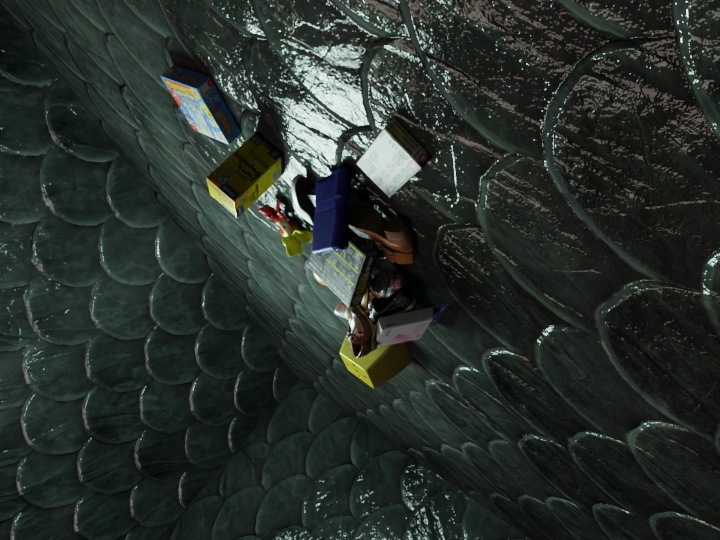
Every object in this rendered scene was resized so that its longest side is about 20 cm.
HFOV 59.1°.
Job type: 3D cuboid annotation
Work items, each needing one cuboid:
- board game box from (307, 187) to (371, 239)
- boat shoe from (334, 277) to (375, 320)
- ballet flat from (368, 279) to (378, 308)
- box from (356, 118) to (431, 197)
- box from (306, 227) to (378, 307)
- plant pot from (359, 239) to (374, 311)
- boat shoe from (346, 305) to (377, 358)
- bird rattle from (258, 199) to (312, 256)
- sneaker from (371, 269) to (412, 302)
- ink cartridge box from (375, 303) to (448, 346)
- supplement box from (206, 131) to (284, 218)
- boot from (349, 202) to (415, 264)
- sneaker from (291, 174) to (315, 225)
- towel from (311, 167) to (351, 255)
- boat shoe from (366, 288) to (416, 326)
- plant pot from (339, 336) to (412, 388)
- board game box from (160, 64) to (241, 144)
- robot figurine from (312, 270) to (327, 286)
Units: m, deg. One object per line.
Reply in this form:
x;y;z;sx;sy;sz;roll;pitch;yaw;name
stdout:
-0.048;-0.157;1.712;0.199;0.034;0.136;16;146;53;board game box
-0.016;0.075;1.895;0.069;0.200;0.072;11;121;22;boat shoe
0.066;0.098;1.892;0.199;0.068;0.072;34;127;-30;ballet flat
0.065;-0.230;1.333;0.110;0.035;0.200;45;161;-4;box
-0.051;-0.028;1.633;0.200;0.044;0.162;42;127;36;box
0.015;0.010;1.708;0.027;0.202;0.201;5;155;2;plant pot
-0.002;0.172;1.735;0.072;0.067;0.201;39;155;34;boat shoe
-0.242;-0.135;2.058;0.200;0.113;0.163;44;177;9;bird rattle
0.089;0.076;1.818;0.107;0.068;0.203;19;141;17;sneaker
0.138;0.158;1.768;0.197;0.198;0.044;101;158;-68;ink cartridge box
-0.317;-0.266;1.771;0.109;0.200;0.110;39;161;9;supplement box
0.048;-0.090;1.600;0.198;0.077;0.156;14;155;25;boot
-0.172;-0.204;1.801;0.084;0.073;0.201;30;158;27;sneaker
-0.068;-0.141;1.569;0.049;0.203;0.147;8;172;-28;towel
0.060;0.101;1.751;0.198;0.075;0.066;-23;116;43;boat shoe
0.042;0.291;2.247;0.199;0.177;0.201;30;156;32;plant pot
-0.459;-0.478;1.831;0.199;0.056;0.197;27;155;39;board game box
-0.081;-0.032;1.822;0.115;0.201;0.145;17;124;-16;robot figurine
